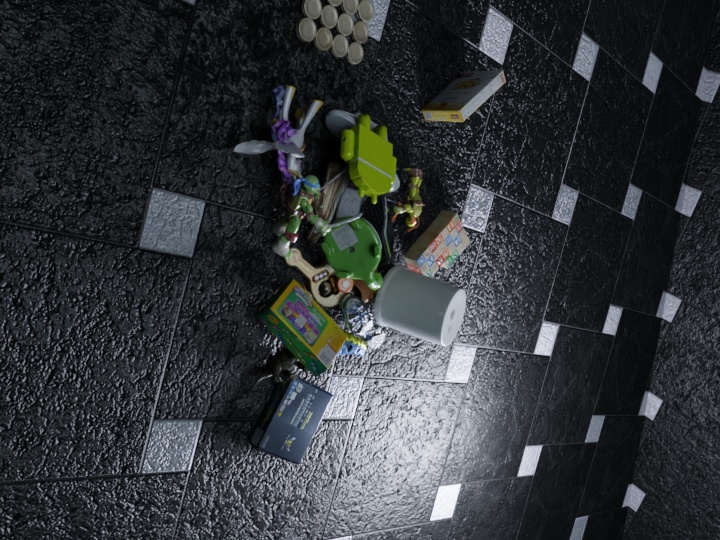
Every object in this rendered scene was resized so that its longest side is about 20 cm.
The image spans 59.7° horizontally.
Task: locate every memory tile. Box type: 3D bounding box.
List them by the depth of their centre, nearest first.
[{"bbox_3d":[-0.057,-0.578,1.451,0.198,0.017,0.156,9,96,-43],"label":"memory tile"}]

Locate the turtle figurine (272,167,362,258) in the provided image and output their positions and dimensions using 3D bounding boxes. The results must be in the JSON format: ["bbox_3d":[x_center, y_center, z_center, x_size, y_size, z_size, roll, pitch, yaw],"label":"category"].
[{"bbox_3d":[-0.107,-0.119,1.408,0.199,0.145,0.194,-9,149,-51],"label":"turtle figurine"}]

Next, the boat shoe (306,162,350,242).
[{"bbox_3d":[-0.089,-0.166,1.513,0.071,0.076,0.202,24,95,-9],"label":"boat shoe"}]

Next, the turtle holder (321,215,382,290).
[{"bbox_3d":[-0.002,-0.050,1.523,0.184,0.132,0.142,31,102,-3],"label":"turtle holder"}]

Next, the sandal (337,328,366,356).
[{"bbox_3d":[-0.071,0.191,1.623,0.198,0.079,0.088,23,90,-34],"label":"sandal"}]

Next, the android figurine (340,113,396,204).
[{"bbox_3d":[0.023,-0.257,1.465,0.181,0.041,0.203,20,66,-45],"label":"android figurine"}]

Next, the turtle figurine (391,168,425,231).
[{"bbox_3d":[0.137,-0.187,1.672,0.199,0.064,0.164,0,94,-63],"label":"turtle figurine"}]

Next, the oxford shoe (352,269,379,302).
[{"bbox_3d":[0.000,0.000,1.631,0.071,0.071,0.203,-25,119,-29],"label":"oxford shoe"}]

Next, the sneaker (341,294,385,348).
[{"bbox_3d":[-0.008,0.130,1.640,0.076,0.077,0.201,-43,135,-15],"label":"sneaker"}]

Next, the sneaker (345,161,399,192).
[{"bbox_3d":[0.039,-0.236,1.570,0.075,0.087,0.199,-49,138,15],"label":"sneaker"}]

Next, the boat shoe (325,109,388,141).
[{"bbox_3d":[-0.008,-0.349,1.534,0.199,0.073,0.066,26,57,-44],"label":"boat shoe"}]

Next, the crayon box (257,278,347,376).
[{"bbox_3d":[-0.132,0.133,1.478,0.200,0.058,0.119,47,41,-11],"label":"crayon box"}]

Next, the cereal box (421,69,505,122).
[{"bbox_3d":[0.278,-0.472,1.690,0.200,0.143,0.040,-45,126,-23],"label":"cereal box"}]

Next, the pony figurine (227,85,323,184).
[{"bbox_3d":[-0.165,-0.289,1.358,0.192,0.165,0.203,8,93,-58],"label":"pony figurine"}]

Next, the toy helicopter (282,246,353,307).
[{"bbox_3d":[-0.122,0.019,1.542,0.200,0.079,0.133,42,83,-29],"label":"toy helicopter"}]

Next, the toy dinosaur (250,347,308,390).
[{"bbox_3d":[-0.184,0.224,1.521,0.200,0.102,0.077,-48,121,-9],"label":"toy dinosaur"}]

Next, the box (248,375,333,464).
[{"bbox_3d":[-0.174,0.375,1.596,0.157,0.051,0.202,37,77,-42],"label":"box"}]

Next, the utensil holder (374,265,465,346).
[{"bbox_3d":[0.162,0.094,1.681,0.170,0.198,0.172,-38,137,-48],"label":"utensil holder"}]

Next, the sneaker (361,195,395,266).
[{"bbox_3d":[0.052,-0.110,1.661,0.083,0.071,0.203,-37,129,-57],"label":"sneaker"}]

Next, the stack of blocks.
[{"bbox_3d":[0.222,-0.062,1.813,0.200,0.058,0.116,-47,128,-21],"label":"stack of blocks"}]
